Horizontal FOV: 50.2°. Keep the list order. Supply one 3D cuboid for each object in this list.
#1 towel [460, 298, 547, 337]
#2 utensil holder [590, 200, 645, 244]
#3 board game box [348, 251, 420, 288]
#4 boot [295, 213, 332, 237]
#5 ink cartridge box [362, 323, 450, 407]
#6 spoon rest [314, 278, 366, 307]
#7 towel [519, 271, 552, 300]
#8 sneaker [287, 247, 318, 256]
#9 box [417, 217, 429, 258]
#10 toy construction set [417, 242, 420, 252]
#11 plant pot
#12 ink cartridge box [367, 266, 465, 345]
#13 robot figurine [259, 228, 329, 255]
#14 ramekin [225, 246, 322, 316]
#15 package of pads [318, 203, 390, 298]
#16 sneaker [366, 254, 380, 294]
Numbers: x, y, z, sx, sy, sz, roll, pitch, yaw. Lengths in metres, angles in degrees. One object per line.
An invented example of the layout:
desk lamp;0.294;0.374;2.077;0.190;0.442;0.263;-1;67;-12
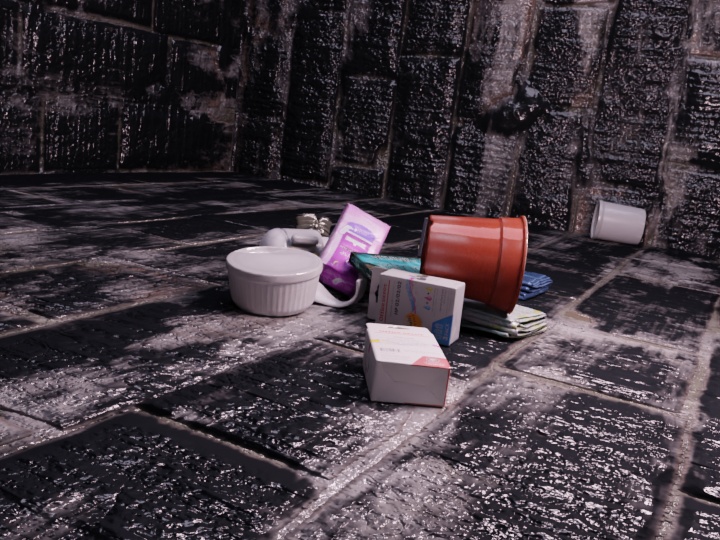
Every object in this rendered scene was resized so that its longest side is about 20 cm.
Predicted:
towel;0.283;0.098;1.651;0.198;0.049;0.170;16;12;37
utensil holder;1.124;-0.206;3.360;0.197;0.172;0.170;11;12;7
board game box;0.089;0.004;1.670;0.198;0.028;0.135;4;22;-31
boot;-0.169;-0.086;2.027;0.198;0.132;0.068;3;-6;-27
ink cartridge box;0.066;0.145;1.227;0.115;0.068;0.200;6;13;-6
spoon rest;-0.080;0.049;1.671;0.198;0.061;0.099;-2;5;28
towel;0.430;0.034;2.046;0.111;0.049;0.199;13;13;29
sneaker;-0.184;-0.012;1.758;0.197;0.083;0.078;8;-22;-13
box;0.266;-0.045;1.880;0.180;0.105;0.200;3;-16;33
toy construction set;0.252;-0.035;2.193;0.197;0.093;0.131;-1;9;15
plant pot;0.224;-0.025;1.574;0.193;0.203;0.201;8;11;2
ink cartridge box;0.097;0.066;1.508;0.198;0.117;0.068;11;13;22
robot figurine;-0.166;-0.046;1.899;0.198;0.114;0.170;0;-27;-29
ramekin;-0.177;0.022;1.571;0.200;0.095;0.203;4;18;-1
package of pads;-0.020;-0.047;1.753;0.119;0.076;0.201;26;55;-1
sneaker;0.000;0.000;1.825;0.198;0.079;0.080;15;48;2
